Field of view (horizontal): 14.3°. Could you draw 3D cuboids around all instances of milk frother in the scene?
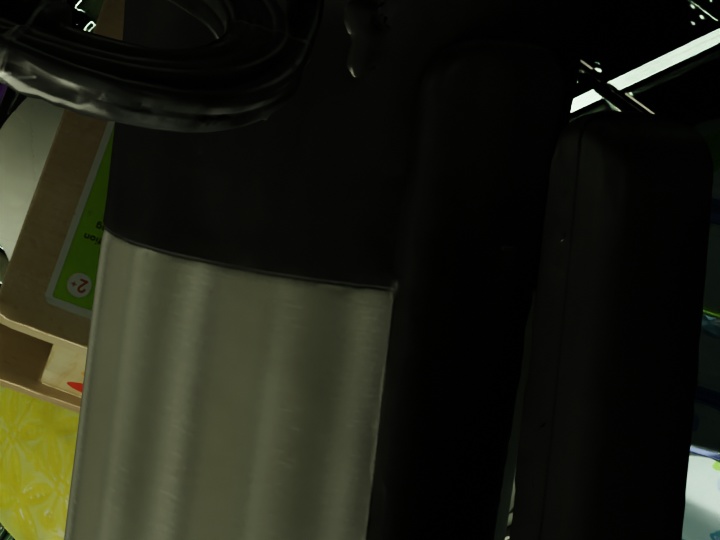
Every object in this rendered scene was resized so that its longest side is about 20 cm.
[{"bbox_3d":[-0.038,0.012,0.648,0.199,0.189,0.180,4,-173,-23],"label":"milk frother"}]

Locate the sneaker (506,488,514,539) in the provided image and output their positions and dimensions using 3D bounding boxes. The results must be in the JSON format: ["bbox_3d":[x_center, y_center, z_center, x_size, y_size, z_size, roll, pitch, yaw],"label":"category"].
[{"bbox_3d":[0.058,0.053,0.955,0.076,0.116,0.200,37,166,-17],"label":"sneaker"}]

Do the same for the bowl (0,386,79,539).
[{"bbox_3d":[-0.041,0.031,1.063,0.200,0.200,0.108,27,127,22],"label":"bowl"}]

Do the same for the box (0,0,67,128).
[{"bbox_3d":[-0.165,-0.118,0.717,0.199,0.123,0.106,24,-157,-2],"label":"box"}]

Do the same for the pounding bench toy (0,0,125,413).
[{"bbox_3d":[0.000,0.000,0.869,0.199,0.125,0.156,19,168,-5],"label":"pounding bench toy"}]

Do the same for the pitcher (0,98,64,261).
[{"bbox_3d":[-0.156,-0.078,1.029,0.200,0.122,0.171,29,151,-33],"label":"pitcher"}]

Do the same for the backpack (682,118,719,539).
[{"bbox_3d":[0.137,0.046,0.736,0.200,0.154,0.163,47,165,0],"label":"backpack"}]
